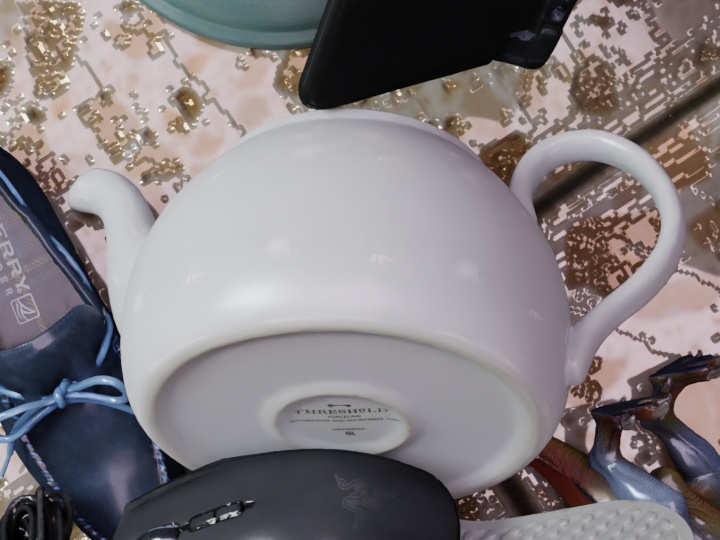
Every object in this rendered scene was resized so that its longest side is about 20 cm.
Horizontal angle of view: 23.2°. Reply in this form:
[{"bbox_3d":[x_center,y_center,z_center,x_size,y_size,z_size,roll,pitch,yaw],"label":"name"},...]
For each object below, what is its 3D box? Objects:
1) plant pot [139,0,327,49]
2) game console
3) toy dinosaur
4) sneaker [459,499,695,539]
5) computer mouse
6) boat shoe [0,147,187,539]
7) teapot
[{"bbox_3d":[-0.038,-0.208,0.754,0.199,0.134,0.202,0,86,-2],"label":"plant pot"},{"bbox_3d":[0.052,-0.180,0.685,0.116,0.201,0.177,10,48,-13],"label":"game console"},{"bbox_3d":[0.163,0.132,0.780,0.199,0.105,0.183,-12,100,35],"label":"toy dinosaur"},{"bbox_3d":[0.043,0.146,0.731,0.198,0.080,0.079,-2,44,15],"label":"sneaker"},{"bbox_3d":[-0.063,0.129,0.673,0.198,0.046,0.141,-6,49,12],"label":"computer mouse"},{"bbox_3d":[-0.144,0.036,0.764,0.084,0.069,0.201,-33,88,-3],"label":"boat shoe"},{"bbox_3d":[0.000,0.000,0.728,0.199,0.197,0.147,22,54,-26],"label":"teapot"}]
